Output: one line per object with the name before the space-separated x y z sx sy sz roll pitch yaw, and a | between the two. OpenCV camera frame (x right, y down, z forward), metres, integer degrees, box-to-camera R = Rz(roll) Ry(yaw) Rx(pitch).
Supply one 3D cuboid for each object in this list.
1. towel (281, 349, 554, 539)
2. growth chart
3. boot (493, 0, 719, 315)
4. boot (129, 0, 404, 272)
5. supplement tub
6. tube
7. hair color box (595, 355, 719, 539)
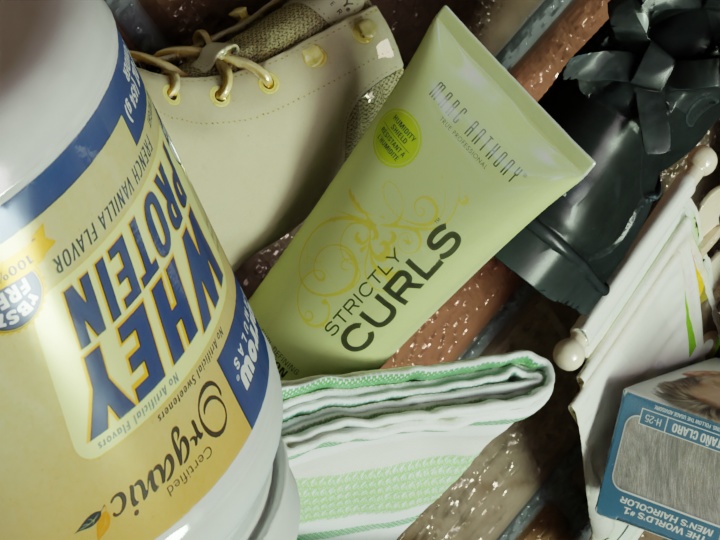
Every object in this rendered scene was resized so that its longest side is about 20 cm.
towel | -0.026 0.102 0.896 0.149 0.031 0.200 -5 146 -38
growth chart | 0.131 0.051 1.051 0.145 0.018 0.201 -48 147 -31
boot | 0.111 -0.066 0.905 0.163 0.073 0.198 -50 174 5
boot | -0.063 -0.070 0.821 0.155 0.073 0.201 -38 136 -20
supplement tub | -0.108 0.020 0.702 0.144 0.144 0.201 -39 128 -21
tube | 0.000 0.000 0.841 0.058 0.052 0.200 25 126 -23
hair color box | 0.194 0.082 1.058 0.200 0.100 0.061 -12 117 -62
